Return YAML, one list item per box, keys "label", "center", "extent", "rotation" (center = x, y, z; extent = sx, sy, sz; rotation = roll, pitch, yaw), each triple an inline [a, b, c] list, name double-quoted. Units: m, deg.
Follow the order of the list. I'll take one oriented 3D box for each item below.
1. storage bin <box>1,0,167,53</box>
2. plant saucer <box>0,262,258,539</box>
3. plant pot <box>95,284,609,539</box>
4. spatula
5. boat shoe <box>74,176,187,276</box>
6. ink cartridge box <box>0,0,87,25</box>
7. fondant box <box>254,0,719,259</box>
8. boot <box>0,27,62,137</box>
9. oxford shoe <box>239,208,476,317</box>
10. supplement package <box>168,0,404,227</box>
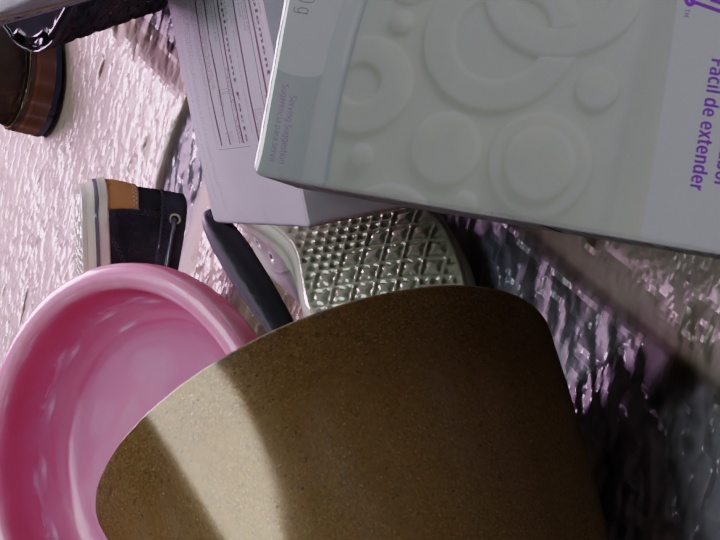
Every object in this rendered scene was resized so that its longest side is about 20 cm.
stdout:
- label: "storage bin"
  center: [-0.144, -0.230, 1.485]
  extent: [0.135, 0.094, 0.200]
  rotation: [51, 135, 15]
- label: "plant saucer"
  center: [-0.096, 0.096, 1.319]
  extent: [0.200, 0.051, 0.201]
  rotation: [2, 93, 41]
- label: "plant pot"
  center: [0.023, 0.139, 1.008]
  extent: [0.187, 0.186, 0.200]
  rotation: [-54, 50, 41]
- label: "spatula"
  center: [-0.025, 0.052, 1.196]
  extent: [0.021, 0.056, 0.200]
  rotation: [-37, 61, 22]
- label: "boat shoe"
  center: [-0.112, 0.051, 1.418]
  extent: [0.075, 0.062, 0.201]
  rotation: [-139, 47, -74]
- label: "ink cartridge box"
  center: [-0.098, -0.161, 1.148]
  extent: [0.200, 0.145, 0.083]
  rotation: [-9, 100, 61]
- label: "fondant box"
  center: [0.076, -0.085, 0.948]
  extent: [0.058, 0.199, 0.145]
  rotation: [14, -94, -76]
- label: "boot"
  center: [-0.244, -0.174, 1.728]
  extent: [0.075, 0.097, 0.200]
  rotation: [-56, 35, 39]
- label: "oxford shoe"
  center: [0.000, 0.000, 1.223]
  extent: [0.200, 0.075, 0.058]
  rotation: [44, 165, 51]
- label: "supplement package"
  center: [-0.001, -0.081, 1.104]
  extent: [0.200, 0.113, 0.110]
  rotation: [-172, 70, -78]
